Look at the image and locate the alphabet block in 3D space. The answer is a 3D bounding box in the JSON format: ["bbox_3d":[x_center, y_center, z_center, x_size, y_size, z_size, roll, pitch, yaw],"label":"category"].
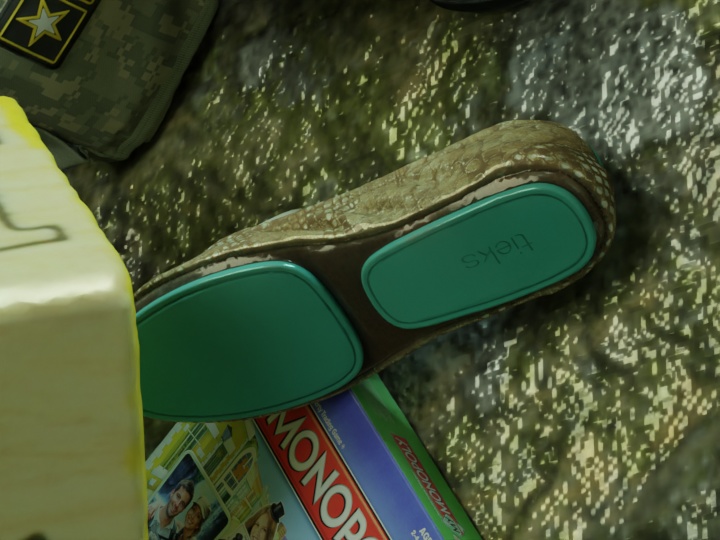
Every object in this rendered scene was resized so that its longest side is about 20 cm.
[{"bbox_3d":[-0.194,0.065,0.868,0.196,0.200,0.196,-129,33,-58],"label":"alphabet block"}]

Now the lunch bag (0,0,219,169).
[{"bbox_3d":[-0.140,-0.156,1.012,0.117,0.164,0.200,-4,71,47],"label":"lunch bag"}]

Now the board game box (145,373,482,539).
[{"bbox_3d":[-0.019,0.119,0.870,0.135,0.029,0.200,-51,44,18],"label":"board game box"}]

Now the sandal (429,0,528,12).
[{"bbox_3d":[0.085,-0.158,0.865,0.200,0.048,0.075,-27,54,38],"label":"sandal"}]

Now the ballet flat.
[{"bbox_3d":[0.000,0.000,0.861,0.200,0.071,0.065,-18,26,20],"label":"ballet flat"}]
